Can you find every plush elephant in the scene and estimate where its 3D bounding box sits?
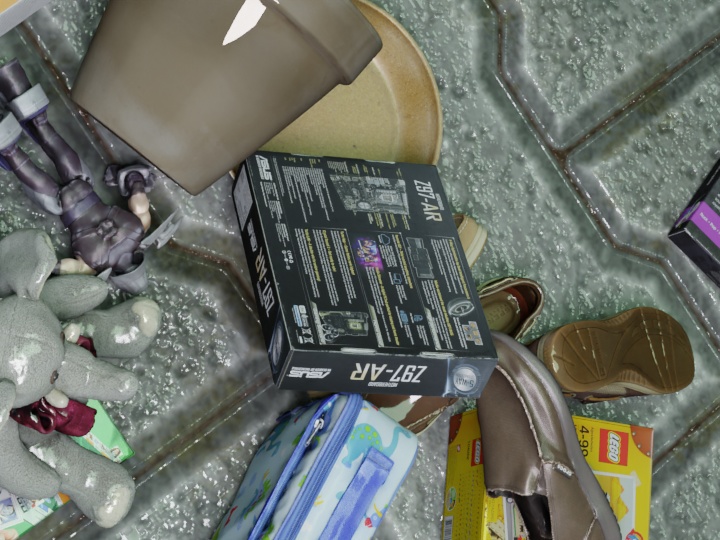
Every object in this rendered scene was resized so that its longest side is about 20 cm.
[{"bbox_3d":[-0.215,0.066,1.309,0.198,0.155,0.166,20,75,-18],"label":"plush elephant"}]

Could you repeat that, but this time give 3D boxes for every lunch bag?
[{"bbox_3d":[-0.045,0.186,1.390,0.082,0.161,0.201,34,68,-13],"label":"lunch bag"}]

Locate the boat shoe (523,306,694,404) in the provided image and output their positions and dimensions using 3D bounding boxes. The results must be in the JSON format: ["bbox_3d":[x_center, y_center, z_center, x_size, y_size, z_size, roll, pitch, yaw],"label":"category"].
[{"bbox_3d":[0.193,0.073,1.571,0.199,0.072,0.073,-4,80,-46],"label":"boat shoe"}]

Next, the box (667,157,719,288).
[{"bbox_3d":[0.371,-0.057,1.696,0.143,0.036,0.200,43,67,-11],"label":"box"}]

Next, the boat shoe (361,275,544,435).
[{"bbox_3d":[0.064,0.066,1.511,0.202,0.075,0.075,-42,96,-25],"label":"boat shoe"}]

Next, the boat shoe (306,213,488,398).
[{"bbox_3d":[0.017,0.012,1.503,0.200,0.074,0.069,-43,101,-26],"label":"boat shoe"}]

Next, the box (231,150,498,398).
[{"bbox_3d":[0.000,0.000,1.420,0.159,0.044,0.201,3,46,-22],"label":"box"}]

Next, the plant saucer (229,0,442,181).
[{"bbox_3d":[-0.031,-0.122,1.532,0.198,0.035,0.202,5,77,-22],"label":"plant saucer"}]

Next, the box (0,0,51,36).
[{"bbox_3d":[-0.270,-0.249,1.420,0.200,0.097,0.125,-41,96,-26],"label":"box"}]

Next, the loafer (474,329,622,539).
[{"bbox_3d":[0.123,0.138,1.435,0.071,0.073,0.201,-29,91,-26],"label":"loafer"}]

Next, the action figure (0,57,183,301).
[{"bbox_3d":[-0.214,-0.058,1.423,0.130,0.069,0.201,-42,101,-32],"label":"action figure"}]

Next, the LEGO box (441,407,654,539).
[{"bbox_3d":[0.143,0.216,1.512,0.148,0.077,0.202,10,75,-21],"label":"LEGO box"}]

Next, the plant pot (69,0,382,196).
[{"bbox_3d":[-0.111,-0.156,1.402,0.199,0.200,0.174,38,89,-12],"label":"plant pot"}]

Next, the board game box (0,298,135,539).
[{"bbox_3d":[-0.270,0.087,1.385,0.134,0.029,0.201,-35,94,-26],"label":"board game box"}]
